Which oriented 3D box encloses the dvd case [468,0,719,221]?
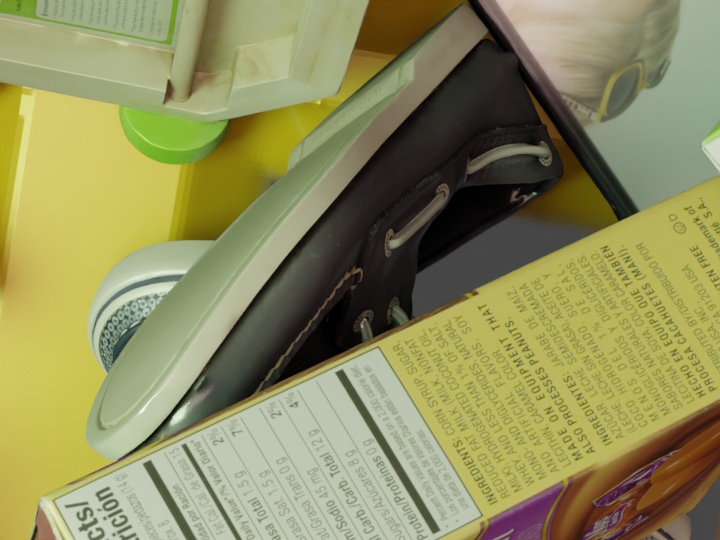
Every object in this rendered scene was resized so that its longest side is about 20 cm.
[{"bbox_3d":[0.105,-0.093,0.786,0.142,0.018,0.200,-36,101,3],"label":"dvd case"}]

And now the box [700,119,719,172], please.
[{"bbox_3d":[0.183,-0.034,0.716,0.145,0.200,0.036,49,135,-5],"label":"box"}]

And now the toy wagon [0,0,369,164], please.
[{"bbox_3d":[-0.097,-0.087,0.713,0.198,0.155,0.040,11,66,-5],"label":"toy wagon"}]

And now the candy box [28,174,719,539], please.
[{"bbox_3d":[0.011,0.058,0.675,0.199,0.117,0.057,-24,71,-24],"label":"candy box"}]

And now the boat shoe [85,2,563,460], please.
[{"bbox_3d":[0.000,0.000,0.716,0.063,0.200,0.073,48,130,-8],"label":"boat shoe"}]

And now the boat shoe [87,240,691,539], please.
[{"bbox_3d":[0.007,0.071,0.764,0.199,0.093,0.075,28,128,-8],"label":"boat shoe"}]
